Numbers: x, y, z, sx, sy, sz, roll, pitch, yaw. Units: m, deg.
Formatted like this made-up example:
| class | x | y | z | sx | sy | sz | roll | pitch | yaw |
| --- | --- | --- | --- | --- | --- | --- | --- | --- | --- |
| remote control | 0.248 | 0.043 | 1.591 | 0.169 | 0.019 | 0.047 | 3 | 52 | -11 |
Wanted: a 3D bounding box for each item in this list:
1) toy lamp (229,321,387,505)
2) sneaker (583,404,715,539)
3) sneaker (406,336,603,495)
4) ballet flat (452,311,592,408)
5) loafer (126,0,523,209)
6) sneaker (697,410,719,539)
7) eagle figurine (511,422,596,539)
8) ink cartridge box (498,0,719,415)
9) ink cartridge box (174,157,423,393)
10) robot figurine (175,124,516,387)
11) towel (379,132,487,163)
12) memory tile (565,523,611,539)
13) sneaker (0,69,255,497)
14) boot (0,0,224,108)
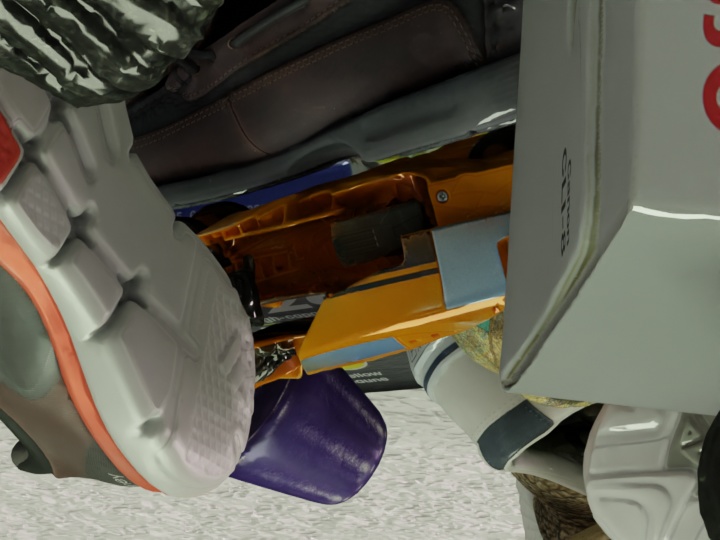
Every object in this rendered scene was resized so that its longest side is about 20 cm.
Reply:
| class | x | y | z | sx | sy | sz | roll | pitch | yaw |
| --- | --- | --- | --- | --- | --- | --- | --- | --- | --- |
| toy lamp | -0.076 | 0.013 | 0.861 | 0.200 | 0.058 | 0.058 | 33 | 151 | -25 |
| sneaker | 0.142 | 0.013 | 0.743 | 0.200 | 0.078 | 0.099 | -36 | 177 | -9 |
| sneaker | 0.098 | 0.050 | 0.954 | 0.200 | 0.071 | 0.073 | 4 | 142 | -43 |
| ballet flat | 0.100 | 0.010 | 0.886 | 0.071 | 0.071 | 0.200 | -12 | 172 | 42 |
| loafer | -0.011 | -0.059 | 0.733 | 0.072 | 0.063 | 0.200 | -21 | -173 | -39 |
| sneaker | 0.095 | 0.045 | 0.503 | 0.087 | 0.074 | 0.200 | 8 | 157 | -15 |
| eagle figurine | 0.093 | 0.107 | 1.084 | 0.200 | 0.152 | 0.151 | -4 | 143 | -50 |
| ink cartridge box | 0.137 | -0.049 | 0.557 | 0.199 | 0.146 | 0.145 | 6 | 163 | -5 |
| ink cartridge box | -0.066 | 0.004 | 0.948 | 0.197 | 0.047 | 0.200 | -5 | 163 | 26 |
| robot figurine | 0.000 | 0.000 | 0.760 | 0.199 | 0.058 | 0.145 | -14 | -177 | 27 |
| towel | 0.105 | -0.038 | 0.825 | 0.199 | 0.018 | 0.086 | 7 | 166 | -12 |
| memory tile | 0.156 | 0.060 | 0.931 | 0.200 | 0.017 | 0.153 | -14 | 161 | -44 |
| sneaker | -0.100 | -0.023 | 0.664 | 0.082 | 0.077 | 0.201 | -10 | 115 | 31 |
| boot | -0.073 | -0.115 | 0.450 | 0.157 | 0.080 | 0.211 | 13 | 147 | -22 |
